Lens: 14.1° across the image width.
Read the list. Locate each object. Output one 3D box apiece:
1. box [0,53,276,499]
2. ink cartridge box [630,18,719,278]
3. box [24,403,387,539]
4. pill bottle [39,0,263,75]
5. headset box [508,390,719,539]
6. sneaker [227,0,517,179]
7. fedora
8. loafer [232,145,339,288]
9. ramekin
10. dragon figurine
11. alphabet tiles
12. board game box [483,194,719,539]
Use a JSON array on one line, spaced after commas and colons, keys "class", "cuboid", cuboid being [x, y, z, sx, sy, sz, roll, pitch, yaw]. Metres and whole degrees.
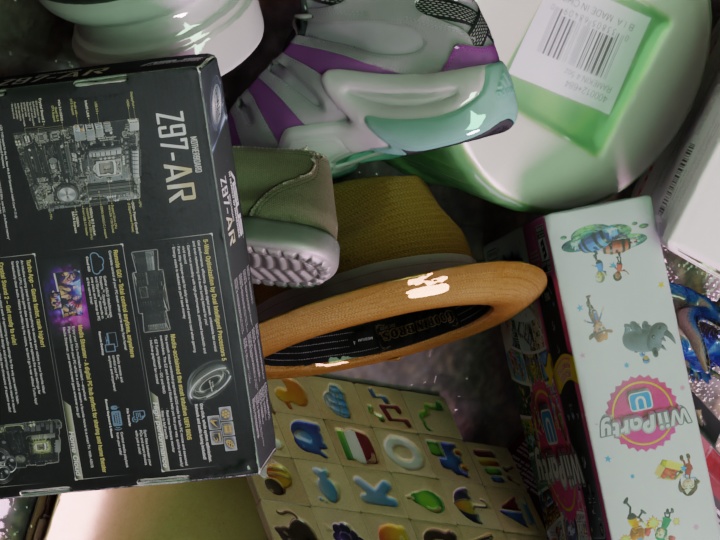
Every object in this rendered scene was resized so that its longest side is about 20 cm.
[{"class": "box", "cuboid": [-0.134, 0.005, 1.393, 0.159, 0.044, 0.201, -7, 102, 11]}, {"class": "ink cartridge box", "cuboid": [0.221, -0.068, 1.603, 0.084, 0.200, 0.146, 26, 95, -5]}, {"class": "box", "cuboid": [-0.090, 0.144, 1.602, 0.199, 0.021, 0.164, 10, 103, -35]}, {"class": "pill bottle", "cuboid": [-0.118, -0.190, 1.391, 0.116, 0.116, 0.201, -30, 122, -19]}, {"class": "headset box", "cuboid": [0.145, 0.158, 1.727, 0.200, 0.077, 0.149, -51, 127, -7]}, {"class": "sneaker", "cuboid": [-0.022, -0.117, 1.484, 0.078, 0.199, 0.141, -16, 92, -65]}, {"class": "fedora", "cuboid": [0.000, 0.000, 1.529, 0.200, 0.200, 0.082, -7, 79, -31]}, {"class": "loafer", "cuboid": [-0.102, -0.042, 1.449, 0.075, 0.199, 0.070, 81, 21, -68]}, {"class": "ramekin", "cuboid": [0.093, -0.128, 1.564, 0.199, 0.098, 0.201, -13, 115, -28]}, {"class": "dragon figurine", "cuboid": [0.199, 0.034, 1.663, 0.099, 0.200, 0.059, 11, 87, -13]}, {"class": "alphabet tiles", "cuboid": [0.020, 0.124, 1.586, 0.199, 0.167, 0.006, 11, 131, -36]}, {"class": "board game box", "cuboid": [0.131, 0.070, 1.586, 0.064, 0.148, 0.201, -12, 86, -11]}]
